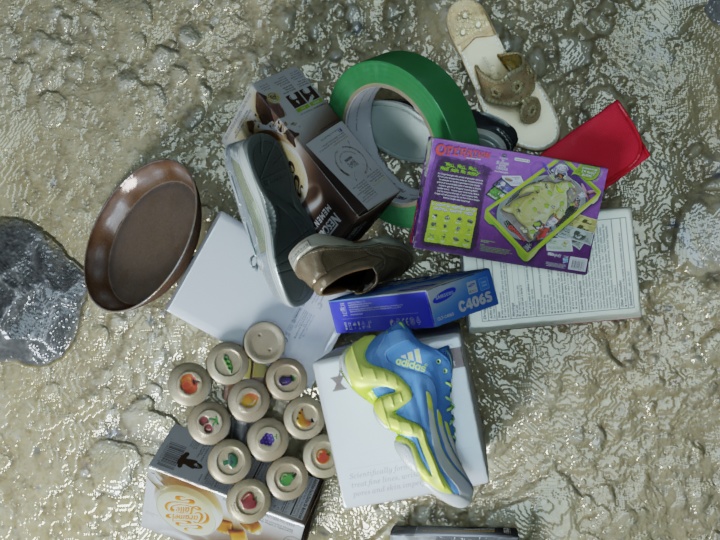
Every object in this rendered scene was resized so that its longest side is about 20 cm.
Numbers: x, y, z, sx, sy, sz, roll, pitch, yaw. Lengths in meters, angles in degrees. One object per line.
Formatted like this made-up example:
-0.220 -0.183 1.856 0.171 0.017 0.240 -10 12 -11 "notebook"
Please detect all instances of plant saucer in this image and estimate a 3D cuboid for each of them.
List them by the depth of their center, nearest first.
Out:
-0.260 -0.039 1.230 0.199 0.034 0.201 -20 57 33 "plant saucer"

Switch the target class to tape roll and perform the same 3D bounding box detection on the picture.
0.047 -0.151 1.170 0.048 0.200 0.201 -30 86 -39 "tape roll"

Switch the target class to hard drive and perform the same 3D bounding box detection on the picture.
-0.114 0.037 1.205 0.199 0.025 0.132 31 83 -19 "hard drive"

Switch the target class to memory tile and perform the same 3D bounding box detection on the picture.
-0.119 0.173 1.163 0.153 0.017 0.201 -27 87 -16 "memory tile"

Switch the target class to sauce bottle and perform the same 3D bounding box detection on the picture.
-0.139 0.124 1.249 0.066 0.066 0.201 6 91 6 "sauce bottle"

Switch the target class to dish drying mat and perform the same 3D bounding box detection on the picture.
0.223 -0.100 1.114 0.200 0.018 0.077 -35 103 0 "dish drying mat"

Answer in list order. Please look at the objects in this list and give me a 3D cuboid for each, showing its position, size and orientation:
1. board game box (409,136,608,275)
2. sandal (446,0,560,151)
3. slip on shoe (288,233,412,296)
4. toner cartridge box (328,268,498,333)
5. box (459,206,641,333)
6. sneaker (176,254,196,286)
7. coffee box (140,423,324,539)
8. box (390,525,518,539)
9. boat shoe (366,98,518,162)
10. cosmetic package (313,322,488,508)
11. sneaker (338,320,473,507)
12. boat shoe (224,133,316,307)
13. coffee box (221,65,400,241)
0.160 -0.069 1.088 0.199 0.032 0.121 9 102 -10 "board game box"
0.167 -0.236 1.208 0.077 0.070 0.212 -32 87 6 "sandal"
0.000 0.000 1.169 0.076 0.200 0.061 -44 63 22 "slip on shoe"
0.055 0.036 1.151 0.095 0.200 0.043 -18 95 -33 "toner cartridge box"
0.219 -0.001 1.186 0.199 0.109 0.129 -5 90 7 "box"
-0.137 -0.025 1.249 0.199 0.075 0.071 -22 97 -16 "sneaker"
-0.156 0.283 1.223 0.199 0.080 0.115 20 127 5 "coffee box"
0.116 0.416 1.232 0.157 0.048 0.201 0 90 6 "box"
0.092 -0.169 1.221 0.199 0.060 0.076 22 131 20 "boat shoe"
0.053 0.159 1.160 0.164 0.200 0.166 -12 89 7 "cosmetic package"
0.070 0.137 1.019 0.105 0.076 0.200 -39 84 4 "sneaker"
-0.105 -0.055 1.166 0.065 0.074 0.203 -7 105 46 "boat shoe"
-0.062 -0.124 1.197 0.080 0.113 0.200 -33 80 -39 "coffee box"
